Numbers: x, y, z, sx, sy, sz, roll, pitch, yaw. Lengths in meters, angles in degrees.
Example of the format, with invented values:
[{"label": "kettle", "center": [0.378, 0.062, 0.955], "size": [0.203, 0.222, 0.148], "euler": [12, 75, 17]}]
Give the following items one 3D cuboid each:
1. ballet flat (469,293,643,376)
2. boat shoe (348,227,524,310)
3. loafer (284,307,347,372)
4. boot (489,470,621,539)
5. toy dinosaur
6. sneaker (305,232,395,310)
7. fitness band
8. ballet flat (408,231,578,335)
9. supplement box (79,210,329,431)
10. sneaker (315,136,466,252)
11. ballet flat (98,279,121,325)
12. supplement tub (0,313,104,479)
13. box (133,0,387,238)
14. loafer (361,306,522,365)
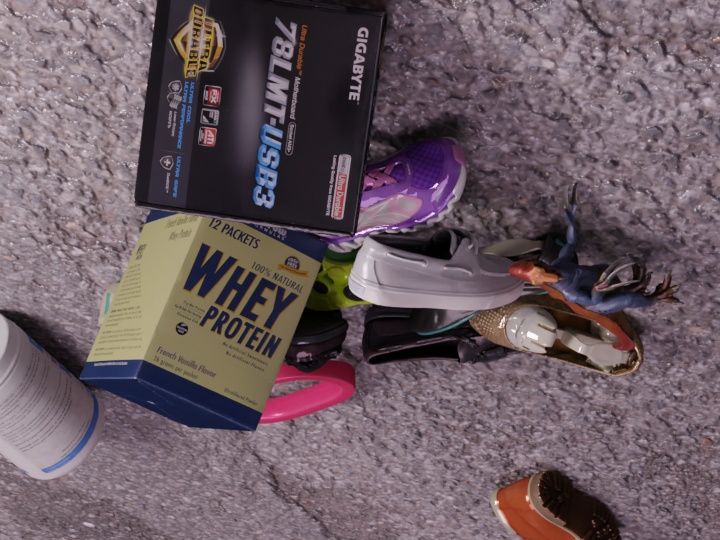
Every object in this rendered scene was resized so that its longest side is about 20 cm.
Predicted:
[{"label": "ballet flat", "center": [0.214, 0.067, 1.614], "size": [0.200, 0.065, 0.071], "euler": [12, 102, -11]}, {"label": "boat shoe", "center": [0.080, -0.008, 1.456], "size": [0.200, 0.072, 0.069], "euler": [3, 115, -29]}, {"label": "loafer", "center": [-0.047, 0.080, 1.602], "size": [0.072, 0.063, 0.200], "euler": [-2, -173, 3]}, {"label": "boot", "center": [0.259, 0.333, 1.978], "size": [0.107, 0.075, 0.200], "euler": [-23, 124, 42]}, {"label": "toy dinosaur", "center": [0.220, 0.024, 1.478], "size": [0.181, 0.105, 0.200], "euler": [-6, 121, -23]}, {"label": "sneaker", "center": [0.000, 0.000, 1.572], "size": [0.200, 0.084, 0.074], "euler": [5, 109, 39]}, {"label": "fitness band", "center": [-0.100, 0.140, 1.800], "size": [0.200, 0.037, 0.144], "euler": [-21, 153, 36]}, {"label": "ballet flat", "center": [0.127, 0.005, 1.569], "size": [0.200, 0.068, 0.068], "euler": [-21, 125, 22]}, {"label": "supplement box", "center": [-0.160, 0.043, 1.523], "size": [0.134, 0.200, 0.200], "euler": [27, 165, -22]}, {"label": "sneaker", "center": [0.010, -0.075, 1.451], "size": [0.200, 0.081, 0.088], "euler": [-22, 154, 38]}, {"label": "ballet flat", "center": [-0.221, 0.085, 1.760], "size": [0.200, 0.070, 0.069], "euler": [35, 138, -30]}, {"label": "supplement tub", "center": [-0.419, 0.155, 1.852], "size": [0.132, 0.132, 0.200], "euler": [-11, 139, 27]}, {"label": "box", "center": [-0.087, -0.140, 1.326], "size": [0.198, 0.200, 0.050], "euler": [9, -173, 5]}, {"label": "loafer", "center": [0.099, 0.083, 1.675], "size": [0.200, 0.063, 0.072], "euler": [2, 144, 11]}]
